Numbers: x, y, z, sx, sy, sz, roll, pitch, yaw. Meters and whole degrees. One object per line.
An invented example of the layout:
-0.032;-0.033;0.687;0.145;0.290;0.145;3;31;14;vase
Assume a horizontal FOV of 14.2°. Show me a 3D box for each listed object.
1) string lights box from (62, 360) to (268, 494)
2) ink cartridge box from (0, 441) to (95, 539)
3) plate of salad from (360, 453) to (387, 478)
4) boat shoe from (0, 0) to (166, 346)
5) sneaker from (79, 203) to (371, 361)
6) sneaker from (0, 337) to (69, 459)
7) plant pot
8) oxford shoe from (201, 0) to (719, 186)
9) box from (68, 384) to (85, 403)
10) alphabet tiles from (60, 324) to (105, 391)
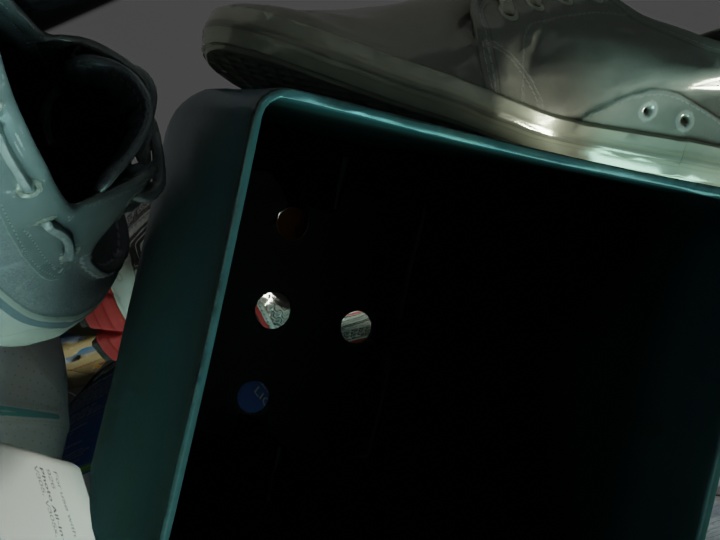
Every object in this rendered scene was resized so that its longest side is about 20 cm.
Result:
-0.073;0.074;1.011;0.103;0.059;0.200;-28;-165;34;string lights box
-0.167;0.102;0.800;0.145;0.088;0.200;-21;166;12;ink cartridge box
0.004;0.117;1.008;0.200;0.048;0.200;-43;161;-18;plate of salad
-0.087;-0.029;0.762;0.071;0.070;0.201;-16;165;10;boat shoe
0.000;0.000;0.982;0.200;0.078;0.082;-4;160;-47;sneaker
-0.187;0.047;0.928;0.200;0.080;0.070;-7;166;-19;sneaker
0.000;0.026;0.811;0.141;0.141;0.200;12;-177;-17;plant pot
0.043;-0.061;0.840;0.200;0.058;0.075;8;-177;-32;oxford shoe
-0.110;0.136;1.220;0.200;0.149;0.124;-17;156;0;box
-0.122;0.023;1.081;0.166;0.006;0.200;-21;166;15;alphabet tiles
